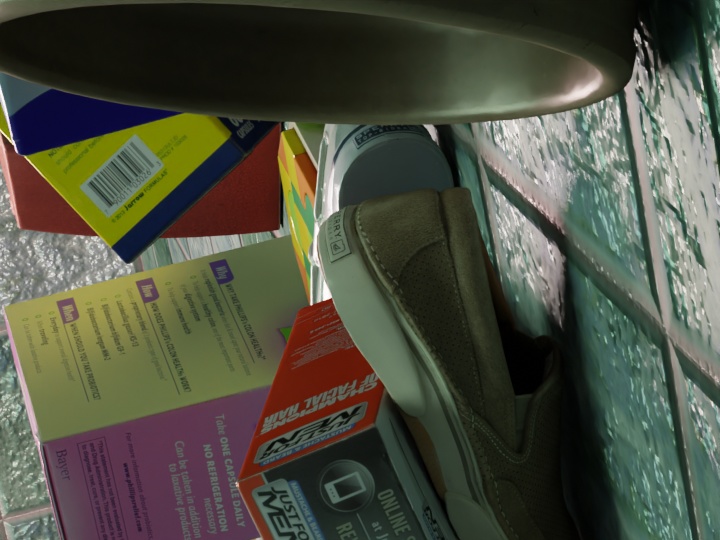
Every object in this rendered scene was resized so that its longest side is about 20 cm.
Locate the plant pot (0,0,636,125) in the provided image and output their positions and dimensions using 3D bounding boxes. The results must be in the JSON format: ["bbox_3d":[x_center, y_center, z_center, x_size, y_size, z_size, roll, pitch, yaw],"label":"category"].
[{"bbox_3d":[-0.017,-0.143,0.808,0.200,0.200,0.175,136,136,-81],"label":"plant pot"}]

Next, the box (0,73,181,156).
[{"bbox_3d":[-0.086,-0.174,1.166,0.105,0.184,0.200,-115,13,-47],"label":"box"}]

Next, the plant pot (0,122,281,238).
[{"bbox_3d":[-0.163,-0.131,1.802,0.200,0.176,0.200,95,160,-66],"label":"plant pot"}]

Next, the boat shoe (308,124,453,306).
[{"bbox_3d":[0.005,0.007,1.240,0.086,0.075,0.202,-117,17,-55],"label":"boat shoe"}]

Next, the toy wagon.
[{"bbox_3d":[0.000,0.000,1.387,0.200,0.040,0.155,-116,14,-58],"label":"toy wagon"}]

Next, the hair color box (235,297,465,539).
[{"bbox_3d":[0.011,0.084,1.102,0.200,0.064,0.111,-74,-40,-73],"label":"hair color box"}]

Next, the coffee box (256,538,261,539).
[{"bbox_3d":[-0.015,0.199,1.638,0.200,0.080,0.114,-120,18,-64],"label":"coffee box"}]

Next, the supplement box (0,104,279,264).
[{"bbox_3d":[-0.147,-0.124,1.536,0.200,0.110,0.109,47,-151,-5],"label":"supplement box"}]

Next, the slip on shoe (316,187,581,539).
[{"bbox_3d":[0.052,0.050,1.046,0.200,0.061,0.076,61,-166,-27],"label":"slip on shoe"}]

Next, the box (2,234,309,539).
[{"bbox_3d":[-0.090,0.074,1.561,0.176,0.200,0.097,-120,18,-62],"label":"box"}]
